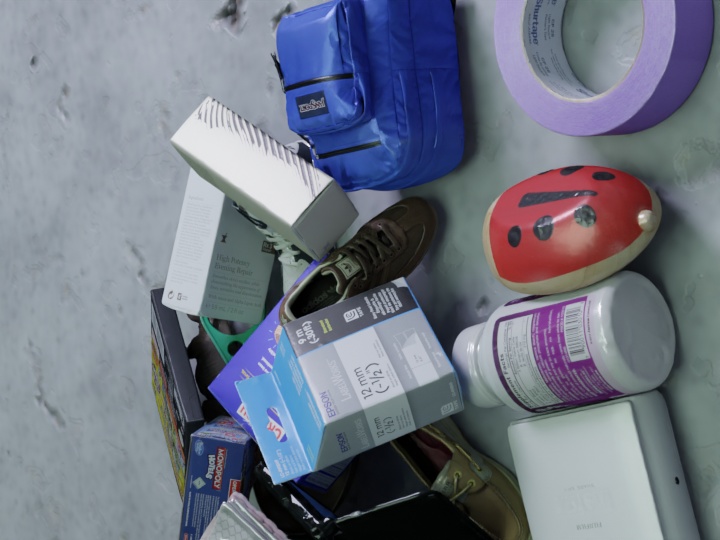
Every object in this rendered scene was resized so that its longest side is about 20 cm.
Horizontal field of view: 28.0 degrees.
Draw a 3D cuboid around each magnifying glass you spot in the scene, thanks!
[{"bbox_3d":[-0.146,0.101,1.709,0.079,0.022,0.200,-6,86,0],"label":"magnifying glass"}]

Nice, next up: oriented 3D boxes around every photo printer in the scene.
[{"bbox_3d":[0.232,0.225,1.363,0.166,0.069,0.200,-18,83,44],"label":"photo printer"}]

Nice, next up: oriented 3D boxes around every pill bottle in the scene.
[{"bbox_3d":[0.186,0.074,1.360,0.200,0.112,0.112,-18,83,44],"label":"pill bottle"}]

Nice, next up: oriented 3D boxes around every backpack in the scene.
[{"bbox_3d":[0.005,-0.178,1.469,0.162,0.168,0.200,-6,95,51],"label":"backpack"}]

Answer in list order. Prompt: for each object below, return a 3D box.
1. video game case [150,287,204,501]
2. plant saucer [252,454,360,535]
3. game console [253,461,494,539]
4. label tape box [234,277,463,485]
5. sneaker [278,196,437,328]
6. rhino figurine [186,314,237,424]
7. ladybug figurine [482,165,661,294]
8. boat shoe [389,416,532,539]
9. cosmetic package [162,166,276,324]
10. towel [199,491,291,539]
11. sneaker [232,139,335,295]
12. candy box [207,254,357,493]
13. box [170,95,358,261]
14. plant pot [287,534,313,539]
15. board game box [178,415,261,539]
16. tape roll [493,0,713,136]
[{"bbox_3d":[-0.216,0.152,1.703,0.181,0.025,0.200,99,157,-47],"label":"video game case"},{"bbox_3d":[-0.058,0.200,1.640,0.200,0.032,0.201,-18,67,48],"label":"plant saucer"},{"bbox_3d":[0.018,0.241,1.449,0.116,0.200,0.176,-47,53,-4],"label":"game console"},{"bbox_3d":[-0.018,0.106,1.416,0.066,0.200,0.143,76,171,-45],"label":"label tape box"},{"bbox_3d":[0.000,0.000,1.481,0.200,0.076,0.070,-43,85,1],"label":"sneaker"},{"bbox_3d":[-0.182,0.099,1.758,0.087,0.060,0.200,-18,82,48],"label":"rhino figurine"},{"bbox_3d":[0.187,-0.045,1.331,0.200,0.072,0.136,-9,45,48],"label":"ladybug figurine"},{"bbox_3d":[0.098,0.216,1.494,0.200,0.066,0.074,42,121,30],"label":"boat shoe"},{"bbox_3d":[-0.150,-0.046,1.650,0.074,0.102,0.200,13,92,42],"label":"cosmetic package"},{"bbox_3d":[-0.106,0.356,1.458,0.200,0.032,0.191,38,113,22],"label":"towel"},{"bbox_3d":[-0.092,-0.044,1.602,0.079,0.129,0.200,22,110,42],"label":"sneaker"},{"bbox_3d":[-0.040,0.110,1.554,0.200,0.077,0.169,-49,57,2],"label":"candy box"},{"bbox_3d":[-0.101,-0.096,1.494,0.200,0.082,0.068,35,81,32],"label":"box"},{"bbox_3d":[-0.056,0.374,1.573,0.141,0.200,0.142,8,101,43],"label":"plant pot"},{"bbox_3d":[-0.152,0.246,1.607,0.062,0.200,0.200,9,104,3],"label":"board game box"},{"bbox_3d":[0.219,-0.224,1.322,0.200,0.066,0.201,8,101,43],"label":"tape roll"}]
